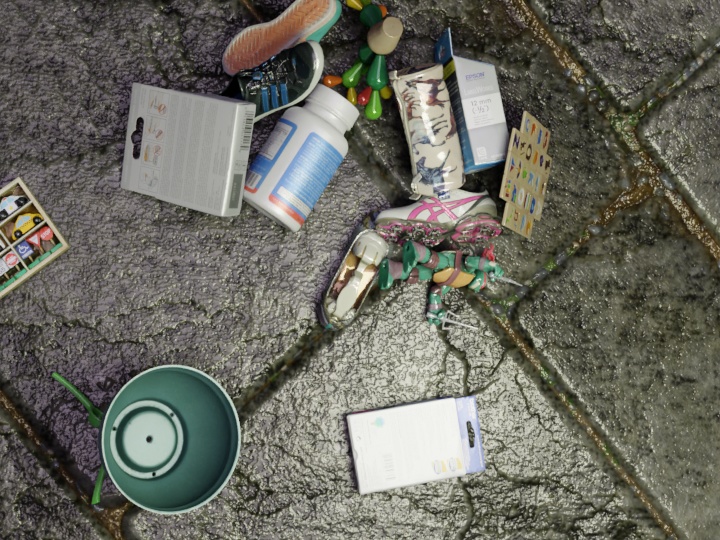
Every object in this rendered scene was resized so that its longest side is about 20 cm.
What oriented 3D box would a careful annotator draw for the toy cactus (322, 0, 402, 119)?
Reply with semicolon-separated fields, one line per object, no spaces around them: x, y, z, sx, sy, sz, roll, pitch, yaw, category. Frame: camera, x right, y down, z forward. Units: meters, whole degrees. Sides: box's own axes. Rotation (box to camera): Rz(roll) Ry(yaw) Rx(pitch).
0.012;-0.331;1.687;0.101;0.165;0.203;9;78;-17;toy cactus

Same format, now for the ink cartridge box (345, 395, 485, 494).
0.083;0.260;1.743;0.197;0.042;0.121;-9;89;-4;ink cartridge box

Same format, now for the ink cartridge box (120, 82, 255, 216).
-0.251;-0.178;1.673;0.198;0.057;0.165;16;102;33;ink cartridge box

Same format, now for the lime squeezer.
-0.390;0.236;1.696;0.070;0.038;0.202;-17;92;24;lime squeezer

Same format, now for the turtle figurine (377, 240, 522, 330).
0.133;0.013;1.726;0.198;0.101;0.150;15;129;-29;turtle figurine

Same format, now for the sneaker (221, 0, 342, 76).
-0.111;-0.343;1.723;0.198;0.080;0.072;-29;75;14;sneaker

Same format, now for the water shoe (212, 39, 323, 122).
-0.137;-0.265;1.661;0.199;0.079;0.072;-31;74;33;water shoe

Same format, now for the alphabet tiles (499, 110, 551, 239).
0.246;-0.139;1.706;0.006;0.200;0.169;10;87;25;alphabet tiles

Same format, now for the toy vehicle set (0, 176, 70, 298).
-0.540;-0.026;1.682;0.199;0.027;0.125;-37;93;-6;toy vehicle set

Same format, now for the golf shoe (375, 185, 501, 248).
0.111;-0.085;1.740;0.197;0.073;0.093;-3;63;-20;golf shoe

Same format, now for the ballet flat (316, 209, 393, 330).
0.000;0.000;1.726;0.071;0.072;0.202;28;85;-5;ballet flat

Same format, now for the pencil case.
0.095;-0.204;1.671;0.089;0.077;0.202;-29;117;-30;pencil case

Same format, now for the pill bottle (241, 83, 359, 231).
-0.087;-0.169;1.697;0.112;0.112;0.201;33;86;-5;pill bottle

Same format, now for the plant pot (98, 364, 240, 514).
-0.286;0.239;1.638;0.198;0.134;0.203;4;81;-27;plant pot

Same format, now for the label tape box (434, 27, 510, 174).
0.164;-0.251;1.713;0.065;0.143;0.203;-10;90;-6;label tape box
